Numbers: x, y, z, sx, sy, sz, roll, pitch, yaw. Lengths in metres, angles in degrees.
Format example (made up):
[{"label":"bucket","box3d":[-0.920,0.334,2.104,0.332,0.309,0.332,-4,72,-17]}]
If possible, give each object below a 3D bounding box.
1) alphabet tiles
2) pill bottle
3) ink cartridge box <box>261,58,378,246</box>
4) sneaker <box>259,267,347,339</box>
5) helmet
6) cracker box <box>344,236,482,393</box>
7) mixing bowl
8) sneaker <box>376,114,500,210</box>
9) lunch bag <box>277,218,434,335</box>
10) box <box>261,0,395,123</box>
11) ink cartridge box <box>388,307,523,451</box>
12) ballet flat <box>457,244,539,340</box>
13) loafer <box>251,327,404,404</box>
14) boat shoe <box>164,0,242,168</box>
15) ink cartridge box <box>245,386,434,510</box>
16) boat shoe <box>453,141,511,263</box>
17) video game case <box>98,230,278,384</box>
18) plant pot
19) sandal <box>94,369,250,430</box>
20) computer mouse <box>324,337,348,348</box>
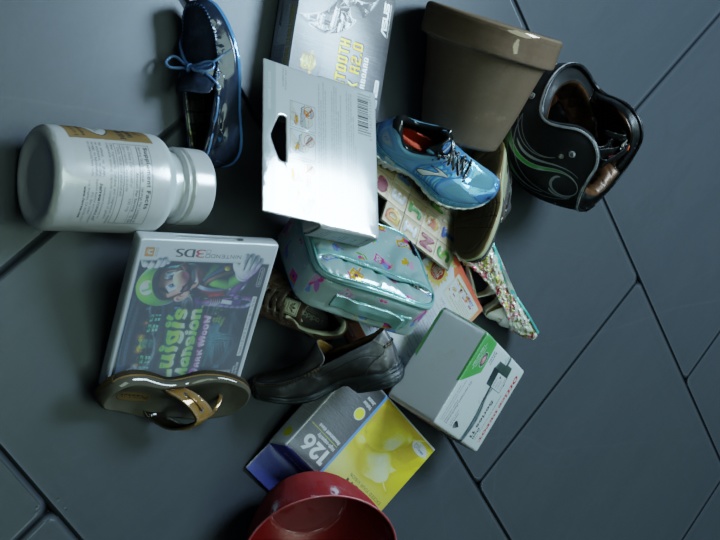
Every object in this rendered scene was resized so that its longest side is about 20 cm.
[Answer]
[{"label":"alphabet tiles","box3d":[0.096,-0.102,1.556,0.200,0.006,0.167,36,54,-26]},{"label":"pill bottle","box3d":[-0.268,-0.099,1.231,0.199,0.114,0.115,1,94,-40]},{"label":"ink cartridge box","box3d":[-0.057,-0.141,1.350,0.173,0.043,0.201,11,69,-35]},{"label":"sneaker","box3d":[-0.102,0.033,1.391,0.200,0.075,0.071,22,84,-29]},{"label":"helmet","box3d":[0.300,-0.202,1.642,0.200,0.191,0.200,-40,157,-21]},{"label":"cracker box","box3d":[0.072,0.062,1.565,0.200,0.058,0.134,-43,118,-30]},{"label":"mixing bowl","box3d":[-0.060,0.334,1.425,0.199,0.108,0.201,-6,120,-10]},{"label":"sneaker","box3d":[0.107,-0.148,1.495,0.199,0.090,0.079,24,65,-18]},{"label":"lunch bag","box3d":[0.000,0.000,1.421,0.199,0.161,0.077,17,122,-29]},{"label":"box","box3d":[-0.040,-0.282,1.444,0.158,0.048,0.201,11,87,-40]},{"label":"ink cartridge box","box3d":[0.140,0.159,1.556,0.147,0.083,0.200,-58,150,-5]},{"label":"ballet flat","box3d":[0.204,0.033,1.676,0.064,0.076,0.200,-30,112,0]},{"label":"loafer","box3d":[-0.047,0.120,1.410,0.199,0.073,0.073,-12,108,5]},{"label":"boat shoe","box3d":[-0.182,-0.219,1.309,0.069,0.084,0.201,-23,106,-48]},{"label":"ink cartridge box","box3d":[-0.022,0.253,1.491,0.200,0.047,0.198,-49,122,-14]},{"label":"boat shoe","box3d":[0.185,-0.093,1.577,0.065,0.073,0.201,42,54,-44]},{"label":"video game case","box3d":[-0.202,0.051,1.304,0.181,0.023,0.201,2,117,-36]},{"label":"plant pot","box3d":[0.162,-0.266,1.544,0.200,0.200,0.175,5,110,-40]},{"label":"sandal","box3d":[-0.218,0.158,1.311,0.200,0.055,0.082,12,129,-43]},{"label":"computer mouse","box3d":[-0.051,0.099,1.489,0.059,0.034,0.200,-46,115,-14]}]
